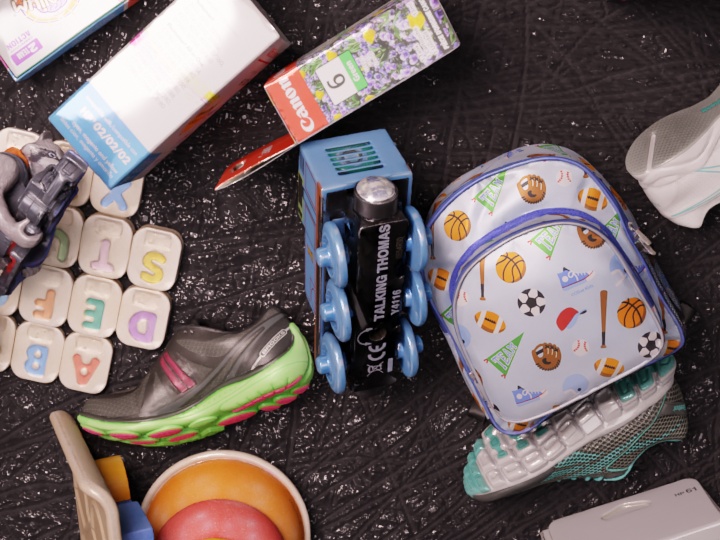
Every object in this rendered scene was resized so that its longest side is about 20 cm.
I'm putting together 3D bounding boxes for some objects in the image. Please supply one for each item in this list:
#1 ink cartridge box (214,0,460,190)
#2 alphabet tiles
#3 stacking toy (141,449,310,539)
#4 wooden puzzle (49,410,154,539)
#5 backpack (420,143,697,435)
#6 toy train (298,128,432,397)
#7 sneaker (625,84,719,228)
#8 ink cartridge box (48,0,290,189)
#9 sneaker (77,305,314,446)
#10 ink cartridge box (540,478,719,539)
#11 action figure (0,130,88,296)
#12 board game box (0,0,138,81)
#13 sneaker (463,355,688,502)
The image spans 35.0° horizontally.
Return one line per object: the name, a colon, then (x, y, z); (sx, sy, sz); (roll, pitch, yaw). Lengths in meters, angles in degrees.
ink cartridge box: (-0.028, -0.136, 0.830); (0.198, 0.109, 0.051); (-30, 102, 5)
alphabet tiles: (-0.244, -0.005, 0.902); (0.197, 0.015, 0.198); (13, 102, -5)
stacking toy: (-0.111, 0.237, 0.867); (0.144, 0.200, 0.148); (0, 103, -2)
wooden puzzle: (-0.187, 0.221, 0.877); (0.046, 0.185, 0.203); (-13, 106, -19)
backpack: (0.131, 0.008, 0.855); (0.198, 0.154, 0.192); (-29, 93, 7)
toy train: (0.000, 0.000, 0.838); (0.086, 0.115, 0.202); (-11, 134, -13)
sneaker: (0.302, -0.111, 0.876); (0.199, 0.071, 0.080); (-35, 117, 9)
ink cartridge box: (-0.116, -0.151, 0.817); (0.200, 0.115, 0.068); (-41, 97, 6)
sneaker: (-0.132, 0.085, 0.907); (0.198, 0.077, 0.085); (-20, 68, 9)
ink cartridge box: (0.250, 0.296, 0.952); (0.143, 0.085, 0.202); (-19, 102, 3)
action figure: (-0.267, -0.041, 0.785); (0.105, 0.194, 0.200); (47, 137, -2)
board game box: (-0.246, -0.265, 0.828); (0.152, 0.040, 0.201); (-32, 102, 5)
sneaker: (0.179, 0.144, 0.923); (0.199, 0.078, 0.092); (-30, 117, 13)
